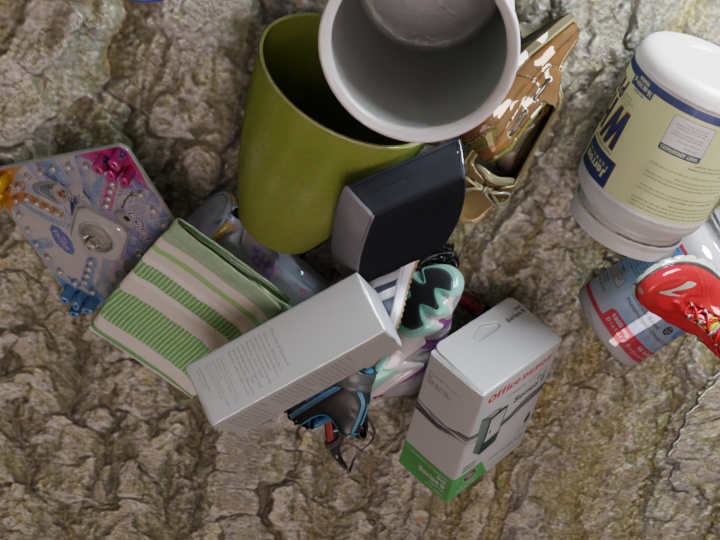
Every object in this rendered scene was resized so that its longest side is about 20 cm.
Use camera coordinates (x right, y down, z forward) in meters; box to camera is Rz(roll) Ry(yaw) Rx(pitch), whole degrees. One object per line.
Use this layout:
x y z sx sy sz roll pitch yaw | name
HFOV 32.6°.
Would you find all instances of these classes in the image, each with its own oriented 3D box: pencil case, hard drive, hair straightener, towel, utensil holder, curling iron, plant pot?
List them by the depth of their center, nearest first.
0.057 -0.233 1.102 0.168 0.200 0.171 3 120 5 | utensil holder
0.039 -0.049 1.205 0.134 0.043 0.200 -24 162 -13 | hard drive
-0.045 -0.116 1.221 0.186 0.188 0.201 16 133 -16 | plant pot
-0.180 0.046 1.284 0.152 0.023 0.200 36 130 -15 | towel
-0.105 0.000 1.344 0.090 0.083 0.200 -29 125 27 | pencil case
0.136 0.034 1.427 0.049 0.026 0.200 -34 122 22 | curling iron
-0.011 0.166 1.498 0.076 0.041 0.201 -6 121 -2 | hair straightener

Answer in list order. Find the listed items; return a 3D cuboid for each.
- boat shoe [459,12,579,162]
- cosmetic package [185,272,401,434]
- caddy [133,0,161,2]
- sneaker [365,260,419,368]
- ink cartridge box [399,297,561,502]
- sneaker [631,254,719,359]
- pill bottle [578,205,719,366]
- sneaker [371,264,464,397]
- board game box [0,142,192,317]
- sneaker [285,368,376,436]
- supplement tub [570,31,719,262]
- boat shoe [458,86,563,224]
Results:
0.157 -0.176 1.187 0.068 0.200 0.072 52 149 -10 | boat shoe
-0.065 0.087 1.253 0.199 0.072 0.101 -28 164 4 | cosmetic package
-0.214 -0.327 1.079 0.199 0.105 0.141 31 117 -25 | caddy
0.000 0.000 1.336 0.108 0.070 0.201 17 95 -17 | sneaker
0.136 0.150 1.417 0.146 0.084 0.201 -31 148 -35 | ink cartridge box
0.374 0.051 1.292 0.199 0.085 0.077 24 120 -23 | sneaker
0.354 0.012 1.382 0.200 0.109 0.109 -37 121 20 | pill bottle
0.084 0.075 1.423 0.139 0.078 0.200 14 131 -40 | sneaker
-0.277 -0.034 1.288 0.199 0.026 0.201 -6 129 30 | board game box
-0.078 0.137 1.402 0.199 0.083 0.073 6 175 35 | sneaker
0.311 -0.125 1.256 0.144 0.145 0.201 13 124 -15 | supplement tub
0.149 -0.123 1.291 0.073 0.063 0.201 22 121 -20 | boat shoe
